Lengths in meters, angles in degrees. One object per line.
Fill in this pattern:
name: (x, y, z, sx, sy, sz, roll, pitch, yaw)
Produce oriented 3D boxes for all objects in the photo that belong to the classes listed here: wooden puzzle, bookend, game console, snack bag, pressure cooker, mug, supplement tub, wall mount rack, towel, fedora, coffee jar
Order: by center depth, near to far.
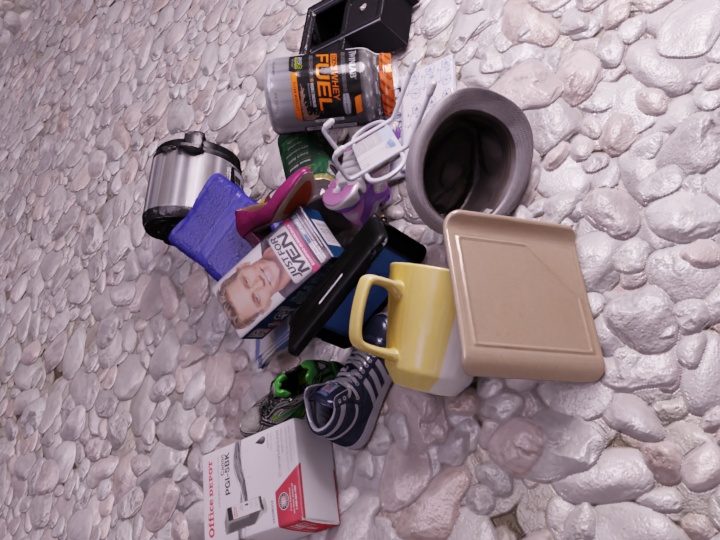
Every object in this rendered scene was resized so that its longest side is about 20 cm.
wooden puzzle: (0.189, 0.032, 0.876, 0.037, 0.184, 0.201, 130, 142, -58)
mug: (0.080, 0.075, 0.955, 0.186, 0.149, 0.154, 11, 87, 1)
game console: (0.003, 0.038, 1.014, 0.200, 0.116, 0.176, -52, 13, 11)
fedora: (0.138, -0.146, 1.023, 0.090, 0.176, 0.201, -154, 79, -73)
wall mount rack: (0.034, -0.210, 1.054, 0.173, 0.075, 0.200, -31, 31, 8)
supplement tub: (-0.046, -0.286, 1.175, 0.199, 0.123, 0.123, -6, 62, 3)
towel: (-0.105, 0.053, 1.188, 0.200, 0.024, 0.147, -43, 33, 27)
snack bag: (0.070, -0.235, 1.196, 0.200, 0.021, 0.189, -16, 62, 36)
coffee jar: (-0.076, -0.149, 1.214, 0.085, 0.104, 0.200, -27, 47, 13)
towel: (-0.213, -0.056, 1.239, 0.200, 0.050, 0.148, 36, 91, 25)
bookend: (-0.009, -0.384, 1.274, 0.198, 0.092, 0.201, -10, 63, 42)
pressure cooker: (-0.313, -0.158, 1.392, 0.176, 0.178, 0.201, -15, 62, 39)

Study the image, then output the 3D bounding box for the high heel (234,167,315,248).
high heel: (-0.139, -0.109, 1.117, 0.096, 0.067, 0.200, 55, 132, 17)

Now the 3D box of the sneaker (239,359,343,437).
sneaker: (-0.119, 0.191, 1.127, 0.200, 0.085, 0.078, -40, 49, 22)

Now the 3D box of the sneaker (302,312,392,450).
sneaker: (-0.011, 0.146, 1.035, 0.070, 0.108, 0.201, 8, 77, 43)

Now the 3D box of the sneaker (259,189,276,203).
sneaker: (-0.176, -0.049, 1.297, 0.090, 0.075, 0.200, 20, 76, 42)

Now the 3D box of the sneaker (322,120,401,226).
sneaker: (0.016, -0.147, 1.146, 0.080, 0.088, 0.200, -7, 46, 43)

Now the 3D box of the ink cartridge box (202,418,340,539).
ink cartridge box: (-0.137, 0.320, 1.086, 0.200, 0.083, 0.147, -28, 56, 29)

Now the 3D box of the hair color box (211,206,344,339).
hair color box: (-0.122, 0.007, 1.117, 0.200, 0.060, 0.100, -41, 69, 18)

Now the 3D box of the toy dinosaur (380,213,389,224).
toy dinosaur: (0.000, 0.000, 1.142, 0.200, 0.058, 0.101, -45, 35, 37)
